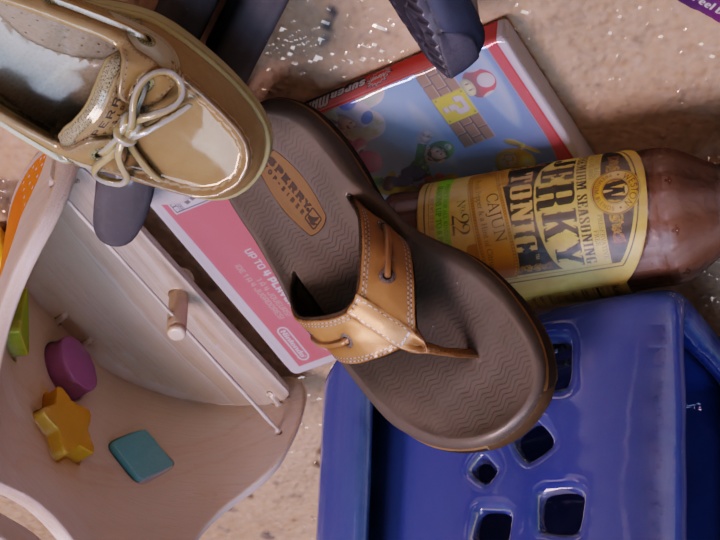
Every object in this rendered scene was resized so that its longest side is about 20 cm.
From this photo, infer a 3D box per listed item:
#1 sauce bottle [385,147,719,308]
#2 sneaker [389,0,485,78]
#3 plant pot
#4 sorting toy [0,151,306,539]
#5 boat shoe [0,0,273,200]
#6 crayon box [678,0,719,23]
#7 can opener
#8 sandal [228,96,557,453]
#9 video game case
[{"bbox_3d":[0.108,-0.021,0.858,0.198,0.065,0.065,-11,133,15],"label":"sauce bottle"},{"bbox_3d":[0.031,-0.163,0.749,0.082,0.070,0.201,-29,136,-7],"label":"sneaker"},{"bbox_3d":[0.084,0.129,0.907,0.178,0.202,0.200,-4,163,21],"label":"plant pot"},{"bbox_3d":[-0.129,0.073,0.924,0.106,0.181,0.200,-21,128,26],"label":"sorting toy"},{"bbox_3d":[-0.126,-0.081,0.778,0.200,0.063,0.073,34,116,-17],"label":"boat shoe"},{"bbox_3d":[0.221,-0.151,0.741,0.198,0.059,0.173,24,132,-16],"label":"crayon box"},{"bbox_3d":[-0.068,-0.088,0.832,0.053,0.067,0.201,18,133,-16],"label":"can opener"},{"bbox_3d":[0.000,0.000,0.830,0.082,0.200,0.054,-48,157,21],"label":"sandal"},{"bbox_3d":[0.014,-0.028,0.920,0.198,0.018,0.143,-20,128,25],"label":"video game case"}]
